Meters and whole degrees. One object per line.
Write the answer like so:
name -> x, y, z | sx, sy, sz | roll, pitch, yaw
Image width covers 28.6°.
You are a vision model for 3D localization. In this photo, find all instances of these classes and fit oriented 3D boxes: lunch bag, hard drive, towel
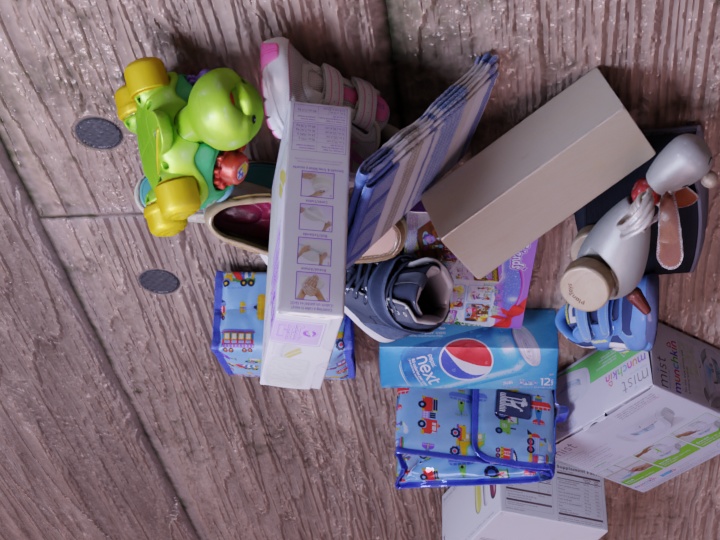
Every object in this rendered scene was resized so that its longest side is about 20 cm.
lunch bag -> -0.081, 0.084, 1.582 | 0.148, 0.095, 0.201 | 0, 154, 1
hard drive -> 0.276, -0.060, 1.386 | 0.133, 0.043, 0.201 | -4, 144, 11
towel -> 0.047, -0.095, 1.248 | 0.024, 0.200, 0.147 | 37, 147, 13
lunch bag -> 0.140, 0.168, 1.625 | 0.197, 0.152, 0.095 | 2, 145, 2

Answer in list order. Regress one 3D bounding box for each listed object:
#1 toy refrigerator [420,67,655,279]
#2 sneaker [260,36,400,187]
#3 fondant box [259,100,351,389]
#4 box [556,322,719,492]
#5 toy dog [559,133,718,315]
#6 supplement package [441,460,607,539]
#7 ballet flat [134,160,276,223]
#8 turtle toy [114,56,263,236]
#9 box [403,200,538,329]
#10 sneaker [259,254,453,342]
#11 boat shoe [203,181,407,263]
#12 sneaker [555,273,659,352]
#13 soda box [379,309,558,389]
toy refrigerator -> 0.159, -0.088, 1.283 | 0.199, 0.070, 0.076 | -37, 134, 13
sneaker -> -0.023, -0.147, 1.265 | 0.087, 0.082, 0.200 | -15, 149, 22
fondant box -> -0.047, -0.020, 1.200 | 0.057, 0.202, 0.145 | 5, 152, -8
box -> 0.332, 0.164, 1.650 | 0.175, 0.098, 0.200 | 22, 141, -25
toy dog -> 0.268, -0.027, 1.306 | 0.096, 0.132, 0.200 | 35, 148, -4
supplement package -> 0.213, 0.322, 1.872 | 0.154, 0.112, 0.201 | 13, 143, -14
ballet flat -> -0.124, -0.075, 1.399 | 0.197, 0.068, 0.062 | 5, 175, 3
turtle toy -> -0.146, -0.119, 1.243 | 0.100, 0.148, 0.200 | -14, 175, -19
box -> 0.112, -0.011, 1.472 | 0.135, 0.039, 0.201 | 4, 144, 1
sneaker -> 0.001, -0.001, 1.410 | 0.201, 0.078, 0.146 | 33, 161, -21
boat shoe -> -0.053, -0.036, 1.332 | 0.197, 0.067, 0.075 | 6, 111, -3
sneaker -> 0.259, 0.047, 1.467 | 0.081, 0.075, 0.200 | 9, 166, -4
soda box -> 0.121, 0.087, 1.574 | 0.197, 0.068, 0.065 | 0, 129, 4
